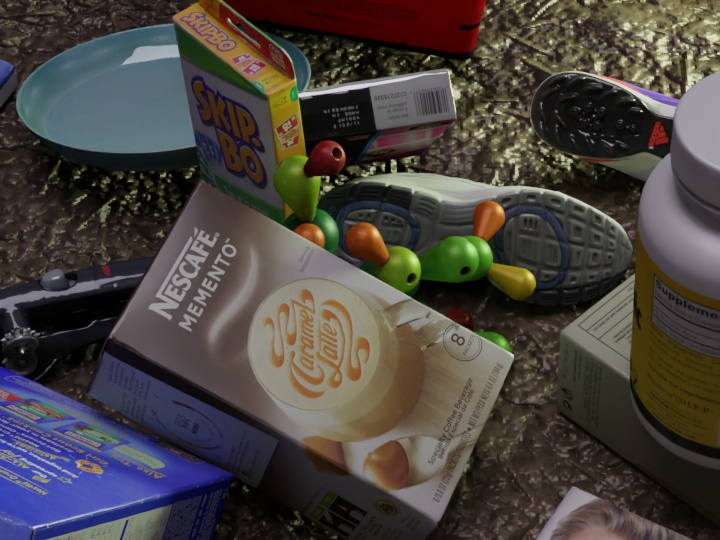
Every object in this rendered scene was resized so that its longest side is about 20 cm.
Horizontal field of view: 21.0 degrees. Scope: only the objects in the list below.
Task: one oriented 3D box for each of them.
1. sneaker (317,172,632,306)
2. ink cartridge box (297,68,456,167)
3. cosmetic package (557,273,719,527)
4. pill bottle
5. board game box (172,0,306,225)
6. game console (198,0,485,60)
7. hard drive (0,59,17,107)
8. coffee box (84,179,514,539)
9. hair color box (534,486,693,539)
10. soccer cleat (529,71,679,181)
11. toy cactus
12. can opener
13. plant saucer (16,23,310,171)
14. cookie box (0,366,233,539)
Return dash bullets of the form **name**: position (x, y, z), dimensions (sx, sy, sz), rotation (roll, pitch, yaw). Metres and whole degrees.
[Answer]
- **sneaker**: position (0.072, -0.032, 1.215), dimensions (0.199, 0.075, 0.087), rotation (11, 19, -1)
- **ink cartridge box**: position (-0.001, -0.089, 1.231), dimensions (0.094, 0.200, 0.037), rotation (-9, 89, -7)
- **cosmetic package**: position (0.216, 0.082, 1.090), dimensions (0.105, 0.071, 0.200), rotation (-33, 52, -26)
- **pill bottle**: position (0.194, 0.000, 0.982), dimensions (0.111, 0.200, 0.112), rotation (-2, 45, 2)
- **board game box**: position (-0.066, -0.072, 1.169), dimensions (0.030, 0.201, 0.095), rotation (-31, 51, -25)
- **game console**: position (-0.008, -0.228, 1.371), dimensions (0.199, 0.172, 0.119), rotation (9, 71, 0)
- **hard drive**: position (-0.339, -0.085, 1.320), dimensions (0.131, 0.025, 0.200), rotation (13, 47, 16)
- **coffee box**: position (-0.034, 0.057, 1.060), dimensions (0.199, 0.080, 0.115), rotation (28, 60, -2)
- **hair color box**: position (0.102, 0.211, 0.975), dimensions (0.100, 0.061, 0.200), rotation (22, 49, 23)
- **soccer cleat**: position (0.209, -0.081, 1.266), dimensions (0.199, 0.068, 0.073), rotation (21, 11, 10)
- **toy cactus**: position (0.000, 0.000, 1.140), dimensions (0.165, 0.200, 0.103), rotation (-21, 50, 38)
- **can opener**: position (-0.156, 0.018, 1.180), dimensions (0.199, 0.064, 0.079), rotation (-13, 45, -10)
- **plant saucer**: position (-0.132, -0.116, 1.315), dimensions (0.199, 0.028, 0.200), rotation (-3, 32, 2)
- **cookie box**: position (-0.190, 0.117, 1.000), dimensions (0.171, 0.076, 0.200), rotation (21, 10, 22)
